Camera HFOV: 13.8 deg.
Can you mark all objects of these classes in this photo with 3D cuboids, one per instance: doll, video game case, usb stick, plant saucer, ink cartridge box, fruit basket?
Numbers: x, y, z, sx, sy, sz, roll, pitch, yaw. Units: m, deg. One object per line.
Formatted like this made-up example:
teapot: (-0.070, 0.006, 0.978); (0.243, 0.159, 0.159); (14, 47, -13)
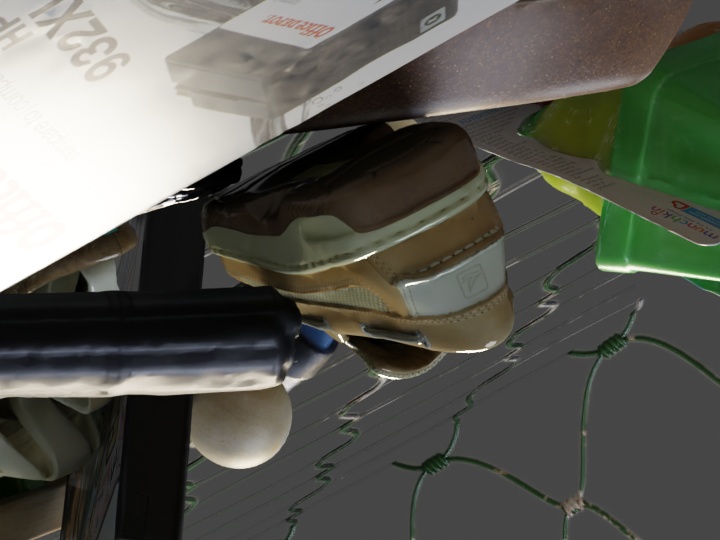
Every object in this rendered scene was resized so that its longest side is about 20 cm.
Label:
doll: (-0.020, 0.008, 1.154); (0.136, 0.048, 0.200); (-36, -168, 35)
video game case: (-0.092, 0.076, 1.143); (0.025, 0.200, 0.181); (10, 138, -10)
usb stick: (-0.118, 0.023, 0.902); (0.200, 0.033, 0.055); (-2, 176, -14)
plant saucer: (0.013, -0.067, 0.976); (0.200, 0.035, 0.200); (-8, -175, 1)
ink cartridge box: (-0.035, -0.092, 0.658); (0.200, 0.084, 0.145); (-29, 161, 3)
fruit basket: (0.108, -0.060, 1.196); (0.200, 0.094, 0.185); (17, -155, 35)

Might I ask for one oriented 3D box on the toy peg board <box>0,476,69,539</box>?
toy peg board: (-0.220, 0.085, 1.285); (0.199, 0.098, 0.200); (-15, -179, 33)

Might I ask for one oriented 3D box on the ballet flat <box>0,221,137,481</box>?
ballet flat: (-0.120, 0.031, 1.089); (0.068, 0.072, 0.200); (-29, 156, -38)

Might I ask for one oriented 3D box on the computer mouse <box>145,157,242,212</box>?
computer mouse: (-0.129, -0.023, 0.928); (0.200, 0.034, 0.059); (-11, 172, -30)

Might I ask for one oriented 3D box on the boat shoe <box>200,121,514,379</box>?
boat shoe: (0.000, 0.000, 0.940); (0.072, 0.076, 0.200); (-29, -171, -8)
